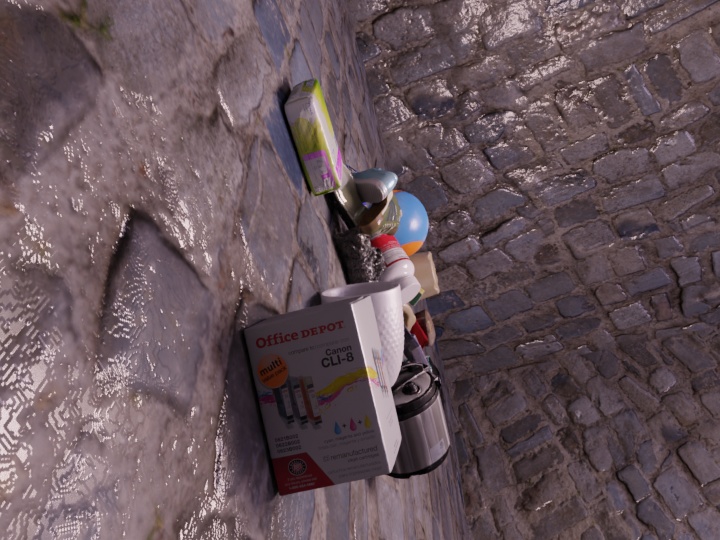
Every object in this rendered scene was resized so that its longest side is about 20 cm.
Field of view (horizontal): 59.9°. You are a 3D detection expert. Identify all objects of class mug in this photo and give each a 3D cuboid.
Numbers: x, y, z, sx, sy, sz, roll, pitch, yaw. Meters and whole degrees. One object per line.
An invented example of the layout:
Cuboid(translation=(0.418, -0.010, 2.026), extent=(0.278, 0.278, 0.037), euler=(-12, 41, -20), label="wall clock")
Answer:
Cuboid(translation=(0.000, 0.119, 1.145), extent=(0.199, 0.144, 0.180), euler=(-170, -108, -68), label="mug")

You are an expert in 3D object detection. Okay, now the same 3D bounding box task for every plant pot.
Cuboid(translation=(0.149, 0.025, 1.972), extent=(0.200, 0.179, 0.206), euler=(-14, 90, -81), label="plant pot")

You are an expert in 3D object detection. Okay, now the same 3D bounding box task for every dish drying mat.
Cuboid(translation=(0.118, 0.139, 1.693), extent=(0.018, 0.077, 0.202), euler=(9, 37, -39), label="dish drying mat")

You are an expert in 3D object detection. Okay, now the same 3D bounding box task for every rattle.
Cuboid(translation=(0.043, 0.101, 1.621), extent=(0.198, 0.131, 0.144), euler=(27, 23, -38), label="rattle")

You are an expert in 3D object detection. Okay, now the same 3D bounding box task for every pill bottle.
Cuboid(translation=(0.062, -0.016, 1.537), extent=(0.202, 0.111, 0.113), euler=(57, 0, 26), label="pill bottle")

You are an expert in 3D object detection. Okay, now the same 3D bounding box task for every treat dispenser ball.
Cuboid(translation=(0.106, -0.137, 1.870), extent=(0.201, 0.196, 0.206), euler=(-13, 90, -80), label="treat dispenser ball")

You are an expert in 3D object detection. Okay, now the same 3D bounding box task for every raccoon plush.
Cuboid(translation=(0.000, 0.000, 1.420), extent=(0.134, 0.095, 0.205), euler=(38, 40, -63), label="raccoon plush")

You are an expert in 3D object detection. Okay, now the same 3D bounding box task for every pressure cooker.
Cuboid(translation=(0.087, 0.289, 1.270), extent=(0.176, 0.174, 0.205), euler=(-68, 144, -69), label="pressure cooker")

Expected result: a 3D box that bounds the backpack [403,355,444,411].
Cuboid(translation=(0.152, 0.323, 1.683), extent=(0.200, 0.150, 0.180), euler=(-24, 101, -75), label="backpack")

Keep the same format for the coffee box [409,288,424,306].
Cuboid(translation=(0.087, 0.014, 1.702), extent=(0.199, 0.044, 0.123), euler=(41, 7, 7), label="coffee box")

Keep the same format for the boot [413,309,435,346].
Cuboid(translation=(0.130, 0.125, 1.737), extent=(0.199, 0.063, 0.192), euler=(-23, -105, 56), label="boot")

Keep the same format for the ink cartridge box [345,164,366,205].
Cuboid(translation=(-0.026, -0.220, 1.671), extent=(0.200, 0.043, 0.097), euler=(-12, 91, -81), label="ink cartridge box")

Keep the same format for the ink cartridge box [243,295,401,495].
Cuboid(translation=(-0.042, 0.146, 0.787), extent=(0.145, 0.142, 0.205), euler=(-5, 81, -80), label="ink cartridge box")

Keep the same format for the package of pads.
Cuboid(translation=(-0.092, -0.271, 1.276), extent=(0.156, 0.066, 0.204), euler=(-88, 162, -62), label="package of pads")

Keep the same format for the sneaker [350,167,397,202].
Cuboid(translation=(0.015, -0.208, 1.494), extent=(0.198, 0.082, 0.075), euler=(19, -40, 48), label="sneaker")

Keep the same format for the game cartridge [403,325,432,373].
Cuboid(translation=(0.099, 0.153, 1.405), extent=(0.131, 0.038, 0.201), euler=(59, -3, -40), label="game cartridge")

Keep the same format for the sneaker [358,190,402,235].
Cuboid(translation=(0.059, -0.118, 1.457), extent=(0.091, 0.066, 0.201), euler=(58, 28, -21), label="sneaker")

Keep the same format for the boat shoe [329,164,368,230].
Cuboid(translation=(-0.039, -0.166, 1.458), extent=(0.201, 0.065, 0.075), euler=(55, 53, -30), label="boat shoe")
